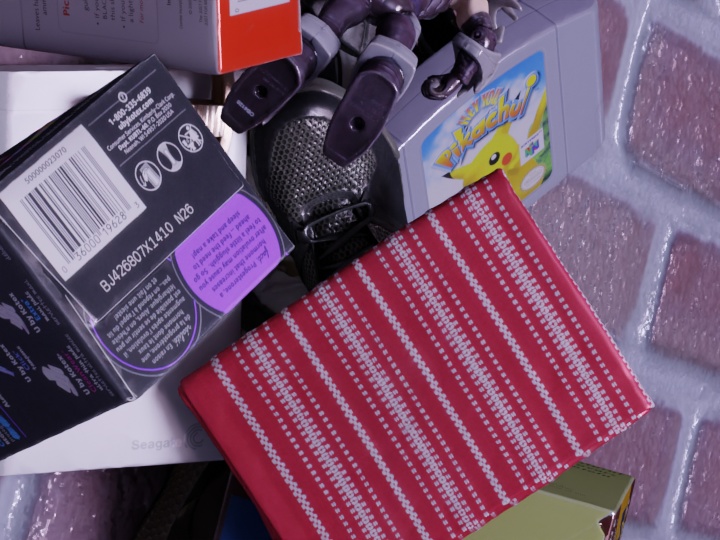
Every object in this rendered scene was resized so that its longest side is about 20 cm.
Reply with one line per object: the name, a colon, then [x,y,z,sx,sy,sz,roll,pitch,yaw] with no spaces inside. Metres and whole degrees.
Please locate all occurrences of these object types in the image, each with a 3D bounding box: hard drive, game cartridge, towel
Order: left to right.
hard drive: [-0.123,-0.001,1.188,0.131,0.026,0.201,-3,102,-22]
towel: [0.025,0.063,1.175,0.145,0.199,0.022,56,7,1]
game cartridge: [0.061,-0.071,1.334,0.200,0.040,0.134,-39,142,-21]

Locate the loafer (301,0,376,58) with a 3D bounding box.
loafer: [-0.053,-0.189,1.254,0.073,0.072,0.200,-46,117,-13]

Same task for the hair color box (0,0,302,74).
hair color box: [-0.121,-0.148,1.052,0.061,0.199,0.102,-20,115,-51]

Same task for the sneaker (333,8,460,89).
sneaker: [0.029,-0.097,1.361,0.080,0.086,0.201,-47,135,-53]

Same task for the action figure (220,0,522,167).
action figure: [0.007,-0.128,1.187,0.070,0.130,0.200,-62,176,38]

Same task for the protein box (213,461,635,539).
protein box: [0.034,0.158,1.291,0.200,0.197,0.136,-2,107,-81]

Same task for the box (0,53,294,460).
box: [-0.145,0.007,1.044,0.106,0.200,0.122,53,50,-9]

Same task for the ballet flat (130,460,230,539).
ballet flat: [-0.085,0.137,1.310,0.067,0.046,0.201,32,73,-53]

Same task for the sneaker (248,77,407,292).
sneaker: [0.000,0.000,1.214,0.076,0.114,0.200,-18,124,-2]

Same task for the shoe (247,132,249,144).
shoe: [-0.071,-0.113,1.268,0.200,0.053,0.070,45,30,-54]

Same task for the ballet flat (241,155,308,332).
ballet flat: [-0.060,-0.018,1.285,0.200,0.068,0.068,49,58,-48]

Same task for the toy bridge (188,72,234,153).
toy bridge: [-0.096,-0.074,1.154,0.067,0.027,0.201,0,100,-23]
